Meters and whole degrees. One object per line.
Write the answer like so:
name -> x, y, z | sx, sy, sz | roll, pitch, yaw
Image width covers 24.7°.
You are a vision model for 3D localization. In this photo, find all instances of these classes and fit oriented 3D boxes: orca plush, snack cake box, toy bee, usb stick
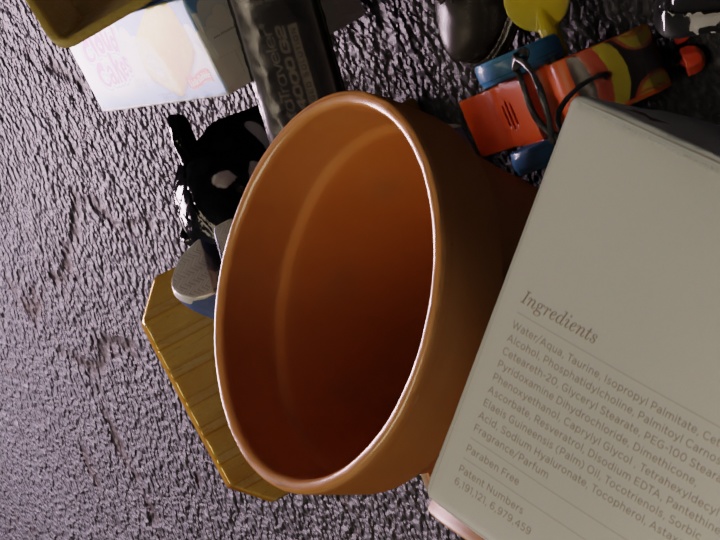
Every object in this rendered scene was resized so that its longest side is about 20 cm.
orca plush -> -0.089, -0.087, 1.078 | 0.105, 0.200, 0.071 | -30, 112, 37
snack cake box -> -0.101, -0.163, 1.085 | 0.200, 0.115, 0.067 | 2, 123, 58
toy bee -> 0.122, -0.090, 0.857 | 0.200, 0.108, 0.131 | -123, 12, -64
usb stick -> -0.037, -0.111, 0.987 | 0.033, 0.055, 0.201 | -78, -26, -65

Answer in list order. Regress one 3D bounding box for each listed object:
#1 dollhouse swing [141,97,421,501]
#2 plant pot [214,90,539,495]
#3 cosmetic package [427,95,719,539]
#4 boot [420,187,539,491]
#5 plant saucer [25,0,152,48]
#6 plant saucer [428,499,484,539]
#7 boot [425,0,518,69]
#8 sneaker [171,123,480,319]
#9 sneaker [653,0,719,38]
dollhouse swing -> -0.016, 0.031, 1.063 | 0.201, 0.175, 0.182 | 62, 149, 4
plant pot -> 0.033, 0.019, 0.848 | 0.200, 0.139, 0.201 | -19, 66, 52
cosmetic package -> 0.166, 0.049, 0.739 | 0.166, 0.167, 0.201 | 31, 108, 39
boot -> 0.111, 0.048, 0.925 | 0.155, 0.076, 0.201 | 3, 74, 54
plant saucer -> -0.155, -0.258, 1.053 | 0.200, 0.199, 0.048 | 56, 169, 11
plant saucer -> 0.130, 0.157, 0.853 | 0.200, 0.032, 0.200 | 28, 177, 2
boot -> 0.001, -0.181, 0.876 | 0.069, 0.174, 0.201 | 24, 131, 46
sneaker -> -0.001, 0.000, 0.983 | 0.115, 0.199, 0.081 | 59, -170, -37
sneaker -> 0.145, -0.176, 0.759 | 0.200, 0.075, 0.114 | 40, 140, 29
